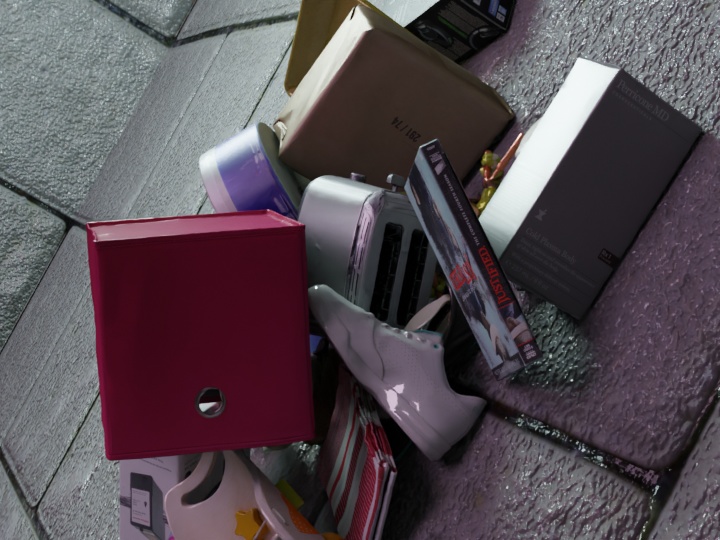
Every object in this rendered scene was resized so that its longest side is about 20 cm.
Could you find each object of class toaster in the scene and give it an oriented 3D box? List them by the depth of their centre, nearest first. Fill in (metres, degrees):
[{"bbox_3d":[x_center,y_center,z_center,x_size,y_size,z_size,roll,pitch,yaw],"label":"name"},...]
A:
[{"bbox_3d":[0.000,0.000,1.358,0.129,0.113,0.201,8,85,53],"label":"toaster"}]

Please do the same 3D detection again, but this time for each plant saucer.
[{"bbox_3d":[0.001,-0.258,1.681,0.048,0.200,0.200,-30,-30,-38],"label":"plant saucer"}]

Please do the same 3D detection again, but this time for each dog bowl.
[{"bbox_3d":[-0.093,-0.064,1.492,0.079,0.200,0.200,-31,29,9],"label":"dog bowl"}]

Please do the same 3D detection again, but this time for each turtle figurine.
[{"bbox_3d":[0.108,-0.065,1.371,0.161,0.064,0.201,41,118,51],"label":"turtle figurine"}]

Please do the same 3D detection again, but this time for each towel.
[{"bbox_3d":[-0.007,0.197,1.296,0.200,0.023,0.145,-114,32,-63],"label":"towel"}]

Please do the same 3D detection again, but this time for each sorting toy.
[{"bbox_3d":[-0.123,0.249,1.303,0.180,0.107,0.200,49,125,27],"label":"sorting toy"}]

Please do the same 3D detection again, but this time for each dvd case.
[{"bbox_3d":[0.094,-0.004,1.150,0.022,0.201,0.146,-25,-7,-7],"label":"dvd case"}]

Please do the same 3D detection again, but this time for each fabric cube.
[{"bbox_3d":[-0.156,0.053,1.276,0.200,0.195,0.201,-151,58,-75],"label":"fabric cube"}]

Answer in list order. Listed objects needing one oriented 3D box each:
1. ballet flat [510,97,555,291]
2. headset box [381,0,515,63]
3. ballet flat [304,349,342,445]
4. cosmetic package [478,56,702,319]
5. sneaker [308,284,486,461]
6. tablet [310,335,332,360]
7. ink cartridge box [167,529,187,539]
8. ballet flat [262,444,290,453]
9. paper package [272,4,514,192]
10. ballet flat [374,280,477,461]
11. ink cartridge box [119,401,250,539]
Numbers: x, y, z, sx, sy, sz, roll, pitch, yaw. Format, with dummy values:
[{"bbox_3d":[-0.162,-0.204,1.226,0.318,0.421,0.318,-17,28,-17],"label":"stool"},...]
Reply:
[{"bbox_3d":[0.168,-0.080,1.271,0.072,0.072,0.201,-8,55,62],"label":"ballet flat"},{"bbox_3d":[0.107,-0.348,1.697,0.200,0.093,0.175,-30,37,51],"label":"headset box"},{"bbox_3d":[-0.055,0.105,1.508,0.068,0.072,0.201,-32,34,37],"label":"ballet flat"},{"bbox_3d":[0.193,-0.073,1.163,0.201,0.107,0.090,-59,22,8],"label":"cosmetic package"},{"bbox_3d":[0.033,0.077,1.243,0.088,0.200,0.075,-41,-12,-4],"label":"sneaker"},{"bbox_3d":[-0.051,0.061,1.480,0.199,0.014,0.130,-28,28,-14],"label":"tablet"},{"bbox_3d":[-0.172,0.379,1.357,0.042,0.119,0.201,-20,44,54],"label":"ink cartridge box"},{"bbox_3d":[-0.121,0.183,1.562,0.200,0.067,0.063,164,94,-75],"label":"ballet flat"},{"bbox_3d":[0.032,-0.164,1.493,0.191,0.199,0.104,-53,22,17],"label":"paper package"},{"bbox_3d":[0.054,0.092,1.301,0.200,0.068,0.068,-57,24,7],"label":"ballet flat"},{"bbox_3d":[-0.190,0.217,1.459,0.146,0.084,0.201,-35,-45,-54],"label":"ink cartridge box"}]
